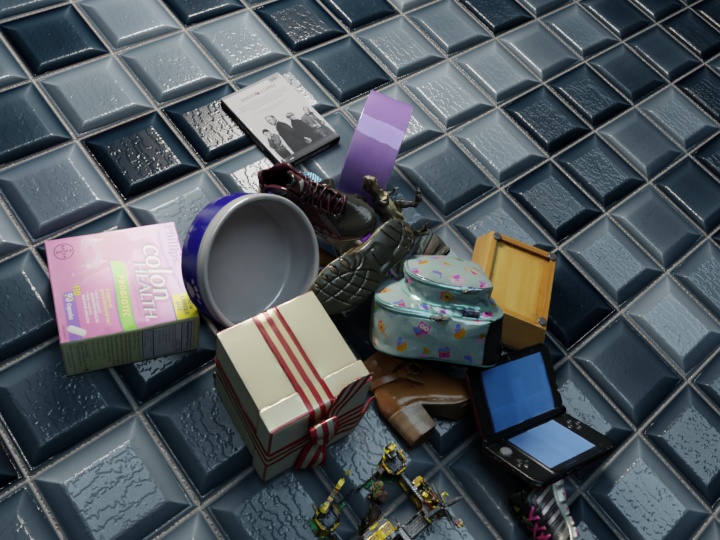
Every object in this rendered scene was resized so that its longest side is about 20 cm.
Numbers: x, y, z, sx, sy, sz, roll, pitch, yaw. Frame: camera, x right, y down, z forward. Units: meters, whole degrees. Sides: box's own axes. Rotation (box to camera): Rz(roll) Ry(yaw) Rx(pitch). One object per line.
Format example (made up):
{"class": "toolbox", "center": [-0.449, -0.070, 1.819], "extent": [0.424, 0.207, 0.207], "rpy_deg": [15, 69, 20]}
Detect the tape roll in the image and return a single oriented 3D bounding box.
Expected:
{"class": "tape roll", "center": [0.025, -0.210, 1.336], "extent": [0.083, 0.202, 0.203], "rpy_deg": [19, 53, 0]}

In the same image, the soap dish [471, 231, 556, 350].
{"class": "soap dish", "center": [0.264, 0.034, 1.310], "extent": [0.154, 0.082, 0.203], "rpy_deg": [21, 52, -1]}

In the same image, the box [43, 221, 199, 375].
{"class": "box", "center": [-0.358, 0.039, 1.124], "extent": [0.195, 0.097, 0.179], "rpy_deg": [-10, 59, -22]}

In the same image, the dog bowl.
{"class": "dog bowl", "center": [-0.159, -0.011, 1.092], "extent": [0.198, 0.204, 0.078], "rpy_deg": [-33, 27, -32]}

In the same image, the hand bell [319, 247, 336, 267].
{"class": "hand bell", "center": [-0.128, -0.037, 1.205], "extent": [0.196, 0.104, 0.106], "rpy_deg": [13, 52, -23]}

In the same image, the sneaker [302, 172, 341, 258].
{"class": "sneaker", "center": [-0.056, -0.072, 1.302], "extent": [0.076, 0.081, 0.202], "rpy_deg": [-35, 91, -33]}

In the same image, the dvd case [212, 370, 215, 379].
{"class": "dvd case", "center": [-0.110, 0.185, 1.142], "extent": [0.199, 0.018, 0.142], "rpy_deg": [42, 55, 14]}

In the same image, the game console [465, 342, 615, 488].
{"class": "game console", "center": [0.276, 0.214, 1.137], "extent": [0.197, 0.122, 0.171], "rpy_deg": [-11, 25, -36]}

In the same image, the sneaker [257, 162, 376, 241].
{"class": "sneaker", "center": [-0.071, -0.106, 1.128], "extent": [0.195, 0.116, 0.077], "rpy_deg": [16, 78, 6]}

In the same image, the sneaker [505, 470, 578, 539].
{"class": "sneaker", "center": [0.259, 0.358, 1.094], "extent": [0.085, 0.074, 0.203], "rpy_deg": [7, 50, -11]}

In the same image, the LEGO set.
{"class": "LEGO set", "center": [0.034, 0.327, 1.022], "extent": [0.197, 0.117, 0.155], "rpy_deg": [-23, 64, -28]}

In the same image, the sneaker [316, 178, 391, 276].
{"class": "sneaker", "center": [-0.008, -0.075, 1.241], "extent": [0.200, 0.069, 0.100], "rpy_deg": [45, 57, -9]}

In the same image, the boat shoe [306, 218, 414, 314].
{"class": "boat shoe", "center": [0.000, 0.000, 1.147], "extent": [0.198, 0.074, 0.076], "rpy_deg": [-36, 93, -20]}

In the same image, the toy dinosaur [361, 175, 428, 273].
{"class": "toy dinosaur", "center": [0.069, -0.089, 1.265], "extent": [0.086, 0.203, 0.048], "rpy_deg": [-12, 32, 20]}

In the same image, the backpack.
{"class": "backpack", "center": [0.110, 0.062, 1.141], "extent": [0.194, 0.157, 0.176], "rpy_deg": [-2, 18, -1]}

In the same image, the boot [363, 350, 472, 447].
{"class": "boot", "center": [0.106, 0.171, 1.187], "extent": [0.197, 0.077, 0.156], "rpy_deg": [-28, 63, -22]}

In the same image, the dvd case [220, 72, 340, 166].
{"class": "dvd case", "center": [-0.156, -0.292, 1.452], "extent": [0.149, 0.025, 0.200], "rpy_deg": [-32, 69, -31]}

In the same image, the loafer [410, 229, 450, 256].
{"class": "loafer", "center": [0.107, 0.012, 1.291], "extent": [0.062, 0.072, 0.202], "rpy_deg": [28, 53, -3]}

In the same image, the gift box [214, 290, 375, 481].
{"class": "gift box", "center": [-0.082, 0.160, 1.041], "extent": [0.197, 0.186, 0.188], "rpy_deg": [-25, 63, -21]}
